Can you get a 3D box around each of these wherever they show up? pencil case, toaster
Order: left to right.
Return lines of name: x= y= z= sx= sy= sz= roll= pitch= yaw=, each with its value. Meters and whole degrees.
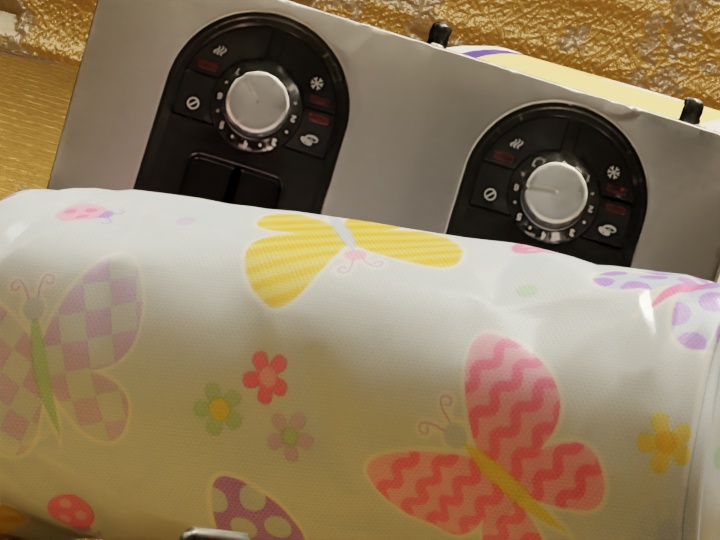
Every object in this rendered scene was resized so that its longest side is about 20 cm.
pencil case: x=-0.004 y=0.035 z=0.645 sx=0.199 sy=0.091 sz=0.083 roll=7 pitch=18 yaw=20
toaster: x=0.000 y=0.000 z=0.802 sx=0.180 sy=0.119 sz=0.200 roll=18 pitch=-7 yaw=0

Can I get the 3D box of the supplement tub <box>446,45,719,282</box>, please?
supplement tub: x=0.089 y=0.007 z=0.989 sx=0.145 sy=0.146 sz=0.200 roll=10 pitch=7 yaw=-43

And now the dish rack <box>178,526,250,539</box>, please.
dish rack: x=0.041 y=0.096 z=0.488 sx=0.199 sy=0.055 sz=0.153 roll=12 pitch=8 yaw=-46
